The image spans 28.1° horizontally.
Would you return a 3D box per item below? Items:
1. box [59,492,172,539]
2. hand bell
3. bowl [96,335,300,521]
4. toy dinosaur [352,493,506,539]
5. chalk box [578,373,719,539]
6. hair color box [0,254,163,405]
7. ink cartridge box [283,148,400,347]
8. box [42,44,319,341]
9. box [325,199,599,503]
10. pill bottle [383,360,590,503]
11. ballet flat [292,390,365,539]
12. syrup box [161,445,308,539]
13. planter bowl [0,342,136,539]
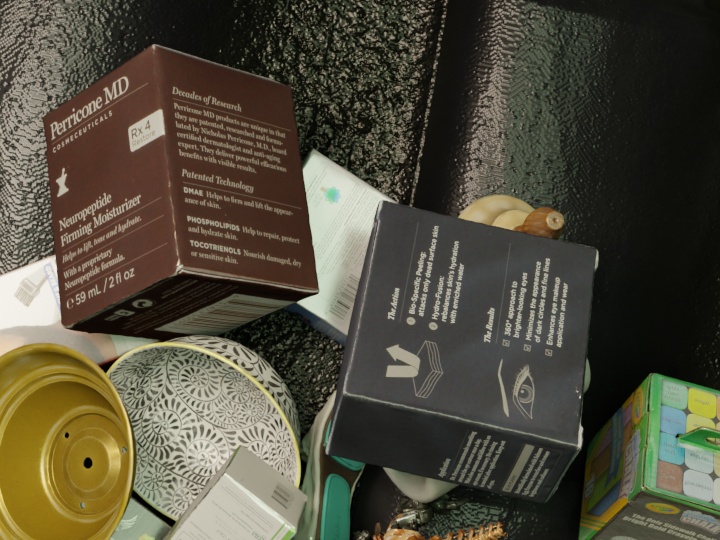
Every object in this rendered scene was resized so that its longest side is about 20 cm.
[{"bbox_3d":[-0.208,0.306,1.312,0.200,0.048,0.159,38,80,-3],"label":"box"},{"bbox_3d":[0.153,-0.035,1.327,0.103,0.200,0.105,1,83,-8],"label":"hand bell"},{"bbox_3d":[-0.129,0.129,1.304,0.199,0.094,0.202,10,122,17],"label":"bowl"},{"bbox_3d":[0.047,0.265,1.308,0.199,0.135,0.103,1,101,32],"label":"toy dinosaur"},{"bbox_3d":[0.294,0.182,1.311,0.123,0.200,0.125,18,55,-7],"label":"chalk box"},{"bbox_3d":[-0.287,0.049,1.320,0.199,0.064,0.112,-22,88,-9],"label":"hair color box"},{"bbox_3d":[0.000,0.000,1.362,0.199,0.076,0.137,32,80,-2],"label":"ink cartridge box"},{"bbox_3d":[-0.157,-0.057,1.252,0.164,0.165,0.202,9,65,-46],"label":"box"},{"bbox_3d":[0.087,0.069,1.229,0.198,0.118,0.198,13,56,-1],"label":"box"},{"bbox_3d":[0.111,0.120,1.339,0.199,0.114,0.115,-27,89,-23],"label":"pill bottle"},{"bbox_3d":[-0.034,0.188,1.335,0.069,0.070,0.201,17,55,-7],"label":"ballet flat"},{"bbox_3d":[-0.138,0.256,1.231,0.081,0.079,0.200,38,102,-2],"label":"syrup box"},{"bbox_3d":[-0.257,0.167,1.251,0.199,0.083,0.202,-4,81,25],"label":"planter bowl"}]
